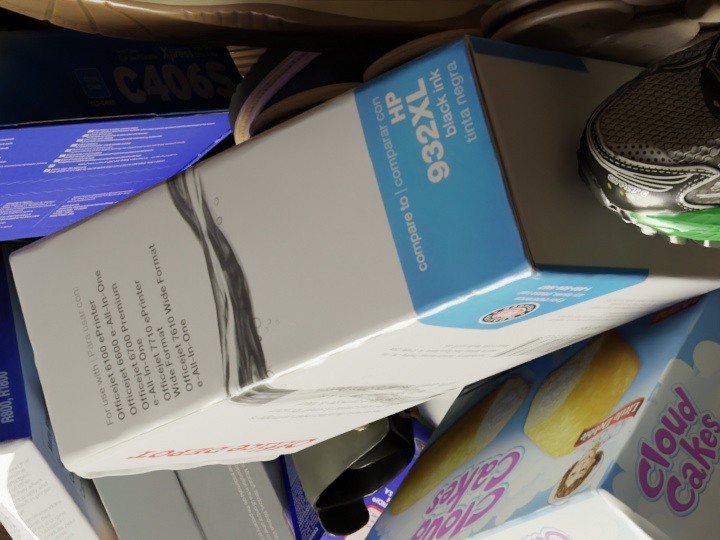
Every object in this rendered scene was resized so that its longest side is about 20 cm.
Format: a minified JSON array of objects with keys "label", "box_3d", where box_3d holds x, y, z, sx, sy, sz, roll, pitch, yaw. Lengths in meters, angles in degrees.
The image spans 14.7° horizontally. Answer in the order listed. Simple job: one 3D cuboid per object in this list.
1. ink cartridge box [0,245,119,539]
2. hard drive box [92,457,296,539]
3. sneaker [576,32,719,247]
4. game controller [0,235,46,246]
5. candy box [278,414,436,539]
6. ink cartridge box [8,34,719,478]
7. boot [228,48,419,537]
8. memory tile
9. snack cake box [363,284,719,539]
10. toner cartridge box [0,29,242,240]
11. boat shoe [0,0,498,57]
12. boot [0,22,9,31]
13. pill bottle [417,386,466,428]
[{"label":"ink cartridge box","box_3d":[-0.157,0.064,1.318,0.040,0.200,0.200,-28,123,4]},{"label":"hard drive box","box_3d":[-0.070,0.101,1.341,0.076,0.157,0.200,-25,174,3]},{"label":"sneaker","box_3d":[0.155,-0.079,0.879,0.199,0.078,0.085,-29,142,0]},{"label":"game controller","box_3d":[-0.108,-0.017,1.225,0.199,0.042,0.104,6,173,-37]},{"label":"candy box","box_3d":[0.047,0.104,1.297,0.169,0.077,0.200,32,-166,-17]},{"label":"ink cartridge box","box_3d":[0.003,-0.001,0.965,0.199,0.084,0.145,-23,167,30]},{"label":"boot","box_3d":[0.000,0.000,1.097,0.077,0.139,0.200,-13,152,-20]},{"label":"memory tile","box_3d":[0.071,-0.074,0.962,0.199,0.017,0.153,-22,167,31]},{"label":"snack cake box","box_3d":[0.083,0.081,1.042,0.067,0.115,0.200,42,149,-11]},{"label":"toner cartridge box","box_3d":[-0.139,-0.049,1.060,0.095,0.043,0.200,-38,163,33]},{"label":"boat shoe","box_3d":[-0.048,-0.117,0.962,0.199,0.072,0.072,5,175,2]},{"label":"boot","box_3d":[-0.175,-0.096,1.089,0.199,0.072,0.154,-3,157,36]},{"label":"pill bottle","box_3d":[0.088,0.034,1.224,0.200,0.115,0.114,28,154,-37]}]
